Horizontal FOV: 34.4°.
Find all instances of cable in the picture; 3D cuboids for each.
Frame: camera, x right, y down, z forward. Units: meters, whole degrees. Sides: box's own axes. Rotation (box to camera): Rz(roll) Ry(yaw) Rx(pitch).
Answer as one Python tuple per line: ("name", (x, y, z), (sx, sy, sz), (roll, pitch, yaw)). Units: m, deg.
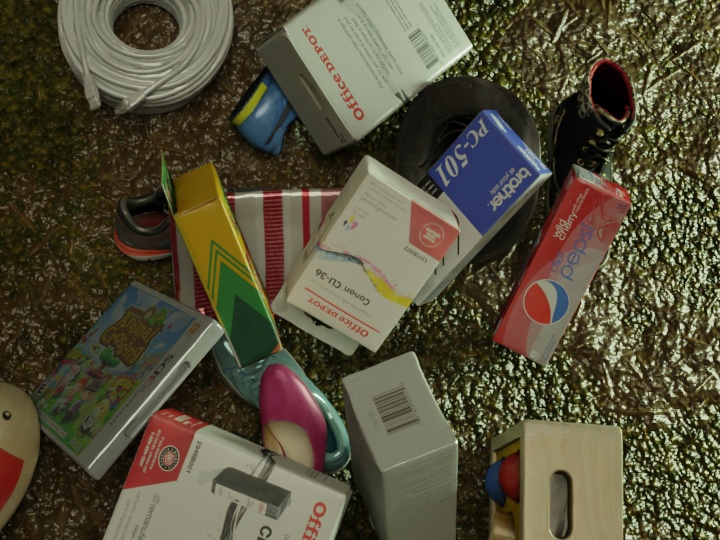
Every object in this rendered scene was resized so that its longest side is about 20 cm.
("cable", (-0.240, -0.277, 1.311), (0.197, 0.069, 0.203), (-23, 78, -13))

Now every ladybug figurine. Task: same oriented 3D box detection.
("ladybug figurine", (-0.398, 0.200, 1.142), (0.135, 0.072, 0.202), (31, 88, 24))

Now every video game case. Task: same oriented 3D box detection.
("video game case", (-0.242, 0.100, 1.158), (0.183, 0.199, 0.022), (-50, 122, -15))

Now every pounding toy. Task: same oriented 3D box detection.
("pounding toy", (0.174, 0.259, 1.155), (0.139, 0.184, 0.204), (5, 75, -5))

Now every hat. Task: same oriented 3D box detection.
("hat", (0.127, -0.111, 1.295), (0.197, 0.081, 0.205), (3, 96, 28))

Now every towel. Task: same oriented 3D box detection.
("towel", (-0.102, -0.015, 1.237), (0.196, 0.023, 0.147), (-3, 114, -7))

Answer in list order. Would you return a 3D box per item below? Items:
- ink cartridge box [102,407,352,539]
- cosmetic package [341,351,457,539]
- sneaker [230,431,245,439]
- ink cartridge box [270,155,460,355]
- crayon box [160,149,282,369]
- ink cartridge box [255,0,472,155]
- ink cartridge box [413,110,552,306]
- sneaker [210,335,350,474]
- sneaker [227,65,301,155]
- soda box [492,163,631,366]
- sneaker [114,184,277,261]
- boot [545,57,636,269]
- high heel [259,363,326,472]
("ink cartridge box", (-0.123, 0.235, 1.083), (0.197, 0.084, 0.147), (22, 87, 3))
("cosmetic package", (0.040, 0.189, 1.139), (0.080, 0.202, 0.114), (-19, 54, -9))
("sneaker", (-0.129, 0.265, 1.178), (0.077, 0.075, 0.204), (-3, 74, -4))
("ink cartridge box", (0.000, 0.000, 1.205), (0.115, 0.068, 0.201), (29, 108, -14))
("crayon box", (-0.139, -0.021, 1.150), (0.050, 0.127, 0.203), (-22, 113, -2))
("ink cartridge box", (0.004, -0.245, 1.281), (0.199, 0.084, 0.147), (-40, 102, -27))
("ink cartridge box", (0.102, -0.066, 1.241), (0.094, 0.044, 0.200), (48, 115, 14))
("sneaker", (-0.079, 0.125, 1.215), (0.200, 0.082, 0.074), (43, 73, 5))
("sneaker", (-0.069, -0.220, 1.324), (0.078, 0.066, 0.202), (37, 71, -16))
("soda box", (0.213, -0.005, 1.241), (0.069, 0.063, 0.203), (25, 109, 2))
("sneaker", (-0.168, -0.061, 1.247), (0.196, 0.082, 0.078), (-12, 60, -10))
("boot", (0.255, -0.116, 1.279), (0.072, 0.154, 0.208), (-1, 74, -7))
("high heel", (-0.075, 0.197, 1.139), (0.066, 0.096, 0.204), (2, 114, 19))
